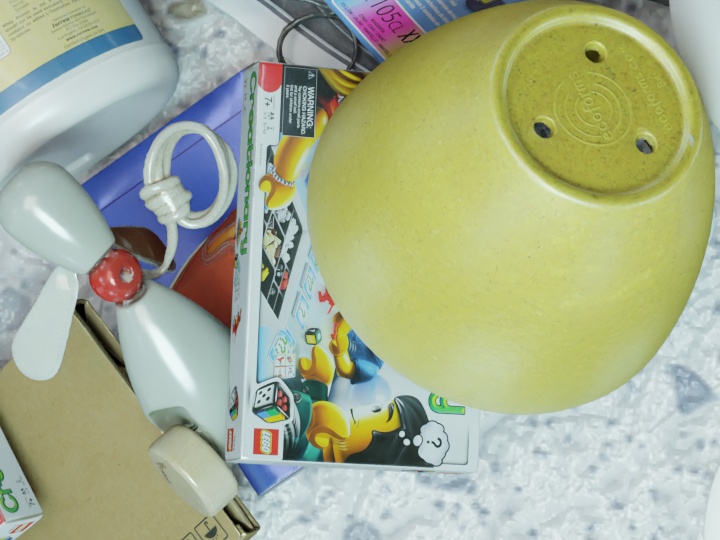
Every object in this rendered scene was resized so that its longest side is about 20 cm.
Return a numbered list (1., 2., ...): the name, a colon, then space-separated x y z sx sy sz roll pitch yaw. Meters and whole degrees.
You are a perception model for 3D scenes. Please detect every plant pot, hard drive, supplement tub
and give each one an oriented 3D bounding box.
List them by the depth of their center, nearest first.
1. plant pot: 0.088 -0.050 1.195 0.200 0.142 0.200 6 66 -14
2. supplement tub: -0.206 -0.147 1.371 0.145 0.145 0.200 -35 83 13
3. hard drive: -0.055 0.005 1.400 0.132 0.025 0.200 -34 84 13

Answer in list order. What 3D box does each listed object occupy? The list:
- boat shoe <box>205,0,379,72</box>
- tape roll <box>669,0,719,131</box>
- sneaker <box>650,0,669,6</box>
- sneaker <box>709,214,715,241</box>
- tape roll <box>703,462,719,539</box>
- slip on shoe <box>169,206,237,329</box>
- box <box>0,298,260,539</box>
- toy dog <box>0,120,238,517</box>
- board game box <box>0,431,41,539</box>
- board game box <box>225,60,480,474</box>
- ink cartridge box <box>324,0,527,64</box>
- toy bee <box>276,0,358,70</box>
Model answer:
1. boat shoe: 0.011 -0.120 1.359 0.200 0.072 0.068 35 95 13
2. tape roll: 0.253 -0.127 1.234 0.202 0.071 0.203 9 66 -22
3. sneaker: 0.140 -0.175 1.314 0.200 0.082 0.077 10 95 14
4. sneaker: 0.086 -0.014 1.331 0.200 0.071 0.073 -17 83 8
5. tape roll: 0.279 0.141 1.315 0.202 0.037 0.203 1 93 14
6. slip on shoe: -0.056 0.000 1.353 0.074 0.061 0.200 40 105 7
7. box: -0.168 0.136 1.405 0.200 0.021 0.164 -44 79 30
8. toy dog: -0.111 0.029 1.305 0.132 0.096 0.200 -24 96 -24
9. board game box: -0.267 0.081 1.413 0.126 0.035 0.200 -38 73 31
10. board game box: 0.000 0.000 1.278 0.126 0.035 0.200 4 84 -18
11. ink cartridge box: 0.076 -0.206 1.281 0.200 0.076 0.137 -23 50 24
12. toy bee: -0.087 -0.187 1.287 0.200 0.109 0.131 22 90 9
